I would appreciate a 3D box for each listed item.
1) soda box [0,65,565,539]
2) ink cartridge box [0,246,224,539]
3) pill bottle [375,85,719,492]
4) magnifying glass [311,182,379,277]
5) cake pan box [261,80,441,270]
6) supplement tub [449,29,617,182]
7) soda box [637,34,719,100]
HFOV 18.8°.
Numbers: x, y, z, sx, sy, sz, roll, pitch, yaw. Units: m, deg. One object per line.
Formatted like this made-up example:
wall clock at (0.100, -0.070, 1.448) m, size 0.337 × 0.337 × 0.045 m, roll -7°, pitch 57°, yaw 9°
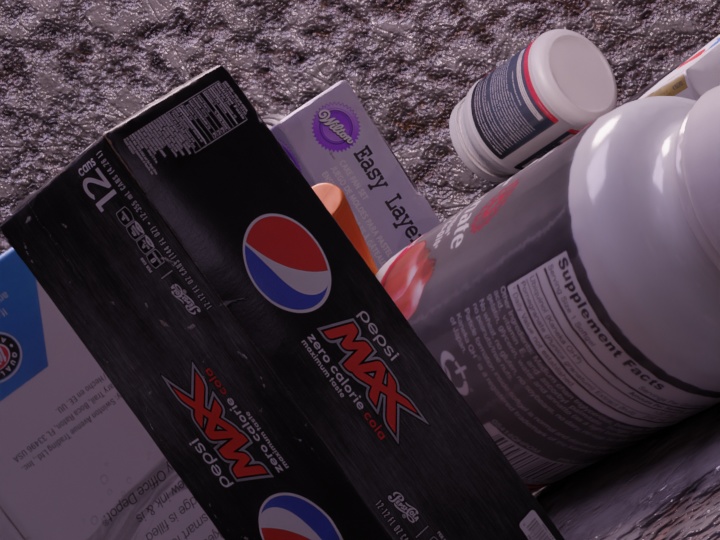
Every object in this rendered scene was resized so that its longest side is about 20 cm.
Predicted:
soda box at (-0.022, 0.040, 0.686) m, size 0.071 × 0.200 × 0.063 m, roll -33°, pitch 2°, yaw 44°
ink cartridge box at (-0.088, 0.080, 0.871) m, size 0.145 × 0.200 × 0.084 m, roll -38°, pitch 1°, yaw -31°
pill bottle at (0.097, 0.004, 0.796) m, size 0.200 × 0.111 × 0.111 m, roll -33°, pitch 4°, yaw 46°
magnifying glass at (0.009, 0.037, 0.902) m, size 0.080 × 0.022 × 0.200 m, roll -56°, pitch -33°, yaw -26°
cake pan box at (0.000, 0.000, 1.186) m, size 0.052 × 0.200 × 0.184 m, roll -34°, pitch 4°, yaw -20°
supplement tub at (0.222, -0.211, 2.811) m, size 0.200 × 0.141 × 0.140 m, roll -33°, pitch 4°, yaw 46°
soda box at (0.295, -0.156, 1.647) m, size 0.200 × 0.064 × 0.068 m, roll -39°, pitch 3°, yaw -37°
